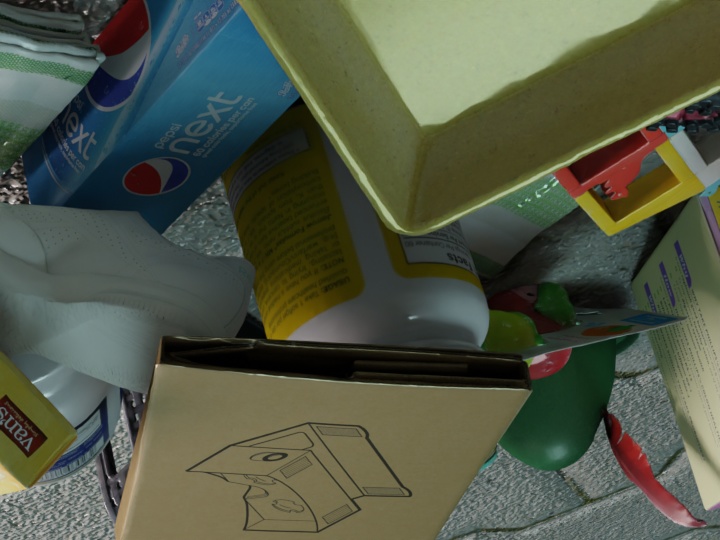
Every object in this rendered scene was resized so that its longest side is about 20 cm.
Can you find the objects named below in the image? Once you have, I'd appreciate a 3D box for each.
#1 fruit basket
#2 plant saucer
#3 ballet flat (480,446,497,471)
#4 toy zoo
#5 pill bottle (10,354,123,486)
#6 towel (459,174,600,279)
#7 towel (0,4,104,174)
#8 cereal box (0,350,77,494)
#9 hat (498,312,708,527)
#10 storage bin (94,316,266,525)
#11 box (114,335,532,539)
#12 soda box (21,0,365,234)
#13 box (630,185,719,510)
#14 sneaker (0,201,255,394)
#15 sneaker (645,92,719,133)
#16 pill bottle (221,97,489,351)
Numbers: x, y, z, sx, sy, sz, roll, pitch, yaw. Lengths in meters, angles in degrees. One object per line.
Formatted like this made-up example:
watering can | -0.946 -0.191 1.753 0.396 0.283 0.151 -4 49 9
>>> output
fruit basket | 0.076 0.037 1.092 0.200 0.094 0.185 -17 -170 -25
plant saucer | 0.054 -0.138 0.702 0.200 0.048 0.200 -26 117 17
ballet flat | 0.033 0.098 1.214 0.067 0.067 0.200 -35 -164 -19
toy zoo | 0.171 -0.085 0.973 0.131 0.020 0.200 -32 147 13
pill bottle | -0.185 0.047 0.919 0.111 0.111 0.200 -12 165 -11
towel | 0.099 -0.064 1.010 0.149 0.031 0.200 10 142 -44
towel | -0.233 -0.067 0.796 0.149 0.031 0.200 10 144 -40
cereal box | -0.225 0.049 0.801 0.040 0.144 0.200 -48 -165 -28
hat | 0.149 0.138 1.233 0.165 0.176 0.200 -19 161 9
storage bin | -0.087 0.111 1.110 0.094 0.135 0.200 -25 153 15
box | -0.026 0.091 0.799 0.163 0.021 0.200 3 148 -13
soda box | -0.085 -0.090 0.808 0.068 0.064 0.200 8 143 -39
box | 0.271 0.049 1.133 0.096 0.176 0.200 -14 163 -7
sneaker | -0.146 -0.005 0.799 0.200 0.089 0.075 19 131 10
sneaker | 0.102 -0.114 0.858 0.199 0.075 0.081 3 172 3
pill bottle | 0.000 0.000 0.881 0.114 0.200 0.114 -14 153 -7
